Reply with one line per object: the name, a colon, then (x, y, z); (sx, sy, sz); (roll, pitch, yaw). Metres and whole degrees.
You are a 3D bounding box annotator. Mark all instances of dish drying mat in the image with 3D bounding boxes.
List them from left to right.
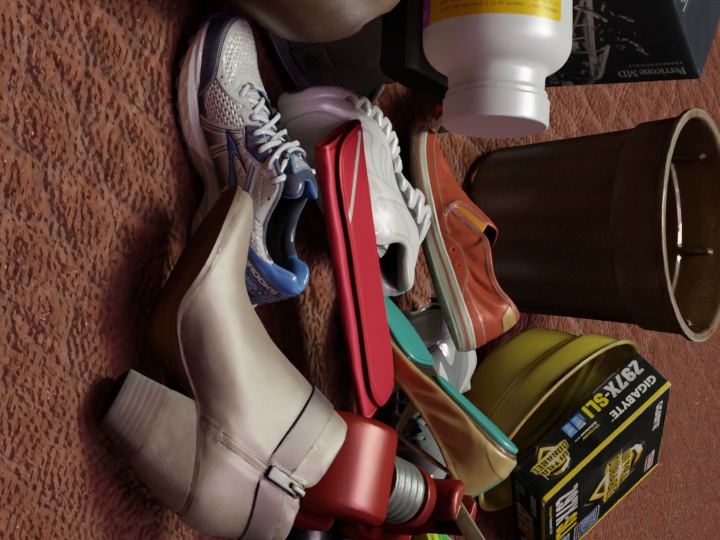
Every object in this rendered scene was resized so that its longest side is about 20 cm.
dish drying mat: (0.000, 0.000, 1.077); (0.077, 0.018, 0.203); (-51, 135, -65)

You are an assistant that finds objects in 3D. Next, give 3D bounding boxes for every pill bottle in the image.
pill bottle: (0.093, -0.197, 1.035); (0.104, 0.103, 0.203); (14, 76, -59)

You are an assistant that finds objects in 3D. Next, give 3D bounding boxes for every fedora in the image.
fedora: (0.003, -0.214, 1.136); (0.178, 0.089, 0.201); (-60, 138, -41)

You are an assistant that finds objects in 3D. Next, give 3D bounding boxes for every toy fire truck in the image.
toy fire truck: (0.022, 0.167, 1.053); (0.176, 0.198, 0.130); (37, 58, -54)

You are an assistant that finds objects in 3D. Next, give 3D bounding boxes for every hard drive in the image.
hard drive: (0.064, -0.224, 1.119); (0.139, 0.033, 0.203); (18, 73, -56)

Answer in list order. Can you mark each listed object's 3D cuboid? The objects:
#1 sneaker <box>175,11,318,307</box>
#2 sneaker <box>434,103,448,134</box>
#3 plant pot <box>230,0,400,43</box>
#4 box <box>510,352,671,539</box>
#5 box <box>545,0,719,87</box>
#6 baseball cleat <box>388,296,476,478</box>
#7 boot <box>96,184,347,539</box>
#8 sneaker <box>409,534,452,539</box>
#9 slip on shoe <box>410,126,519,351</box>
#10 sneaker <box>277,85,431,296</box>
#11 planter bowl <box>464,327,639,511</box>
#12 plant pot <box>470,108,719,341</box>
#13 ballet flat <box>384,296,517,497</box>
sneaker: (-0.066, -0.074, 1.020); (0.077, 0.084, 0.203); (-16, 102, -59)
sneaker: (0.092, -0.171, 1.295); (0.200, 0.076, 0.086); (-64, 136, -74)
plant pot: (-0.053, -0.254, 0.957); (0.198, 0.198, 0.203); (38, 57, -61)
box: (0.210, 0.180, 1.395); (0.159, 0.049, 0.201); (-39, 154, -13)
box: (0.205, -0.280, 1.380); (0.197, 0.198, 0.125); (56, 46, -42)
baseball cleat: (0.039, 0.103, 1.230); (0.107, 0.069, 0.201); (61, 30, -30)
boot: (-0.071, 0.068, 0.967); (0.145, 0.070, 0.202); (32, 75, -16)
sneaker: (0.074, 0.245, 1.201); (0.200, 0.082, 0.075); (66, 37, -75)
slip on shoe: (0.080, -0.030, 1.243); (0.074, 0.060, 0.202); (80, -5, -63)
sneaker: (-0.002, -0.058, 1.131); (0.200, 0.074, 0.082); (53, 34, -44)
planter bowl: (0.151, 0.113, 1.357); (0.200, 0.083, 0.201); (-36, 153, -22)
plant pot: (0.214, -0.040, 1.376); (0.199, 0.196, 0.203); (-1, 91, -60)
ballet flat: (0.038, 0.091, 1.161); (0.063, 0.200, 0.069); (-45, 152, 9)
